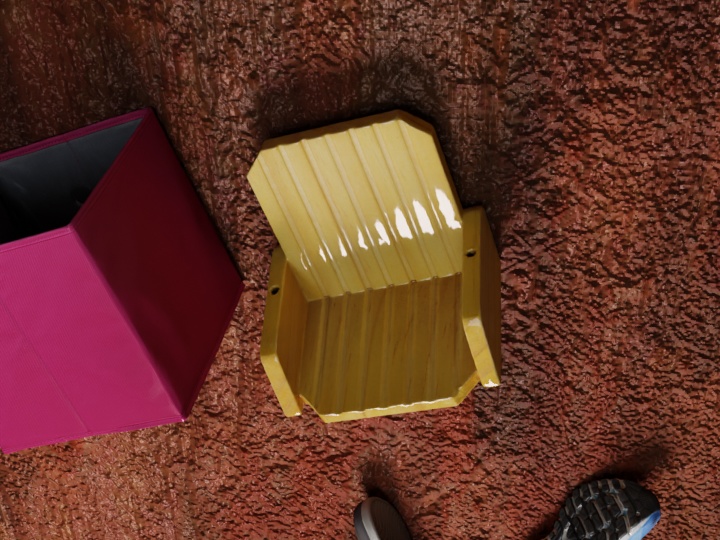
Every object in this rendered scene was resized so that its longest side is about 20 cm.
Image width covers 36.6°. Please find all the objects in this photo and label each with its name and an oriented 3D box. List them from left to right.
[{"bbox_3d":[-0.248,0.010,0.951,0.199,0.197,0.200,-13,123,19],"label":"fabric cube"},{"bbox_3d":[0.000,0.000,0.914,0.199,0.183,0.176,-9,142,19],"label":"dollhouse swing"},{"bbox_3d":[0.007,0.334,1.192,0.106,0.075,0.201,-13,122,18],"label":"sneaker"},{"bbox_3d":[0.244,0.284,1.121,0.090,0.079,0.200,17,132,-23],"label":"sneaker"}]
